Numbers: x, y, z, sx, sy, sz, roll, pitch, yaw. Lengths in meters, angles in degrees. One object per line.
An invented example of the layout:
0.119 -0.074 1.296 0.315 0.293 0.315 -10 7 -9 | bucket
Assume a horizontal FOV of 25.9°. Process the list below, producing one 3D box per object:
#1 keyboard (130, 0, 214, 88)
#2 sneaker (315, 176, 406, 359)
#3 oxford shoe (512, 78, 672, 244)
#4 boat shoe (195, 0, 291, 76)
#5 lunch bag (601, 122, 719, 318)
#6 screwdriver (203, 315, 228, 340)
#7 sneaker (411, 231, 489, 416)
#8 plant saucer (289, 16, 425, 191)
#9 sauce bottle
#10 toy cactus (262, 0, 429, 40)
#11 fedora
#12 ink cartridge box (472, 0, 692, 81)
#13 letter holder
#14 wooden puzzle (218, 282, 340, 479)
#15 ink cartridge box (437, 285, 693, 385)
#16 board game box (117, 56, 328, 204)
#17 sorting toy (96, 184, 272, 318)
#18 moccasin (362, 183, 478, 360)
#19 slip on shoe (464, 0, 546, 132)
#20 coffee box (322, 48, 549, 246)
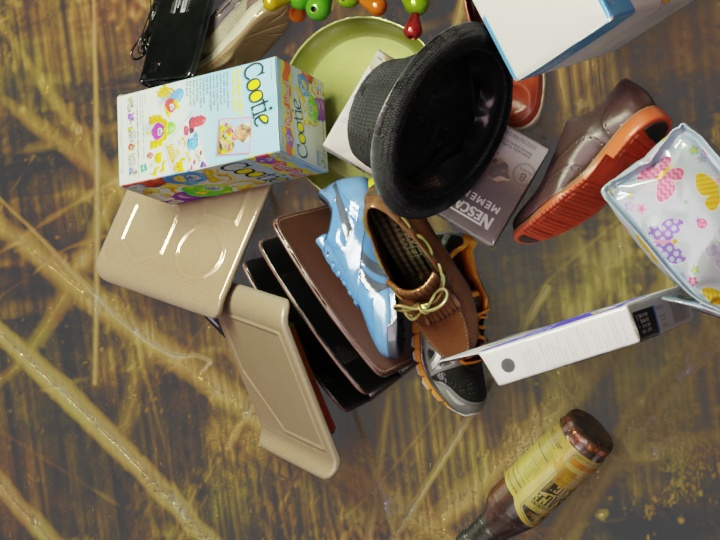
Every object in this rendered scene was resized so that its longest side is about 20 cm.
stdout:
-0.191 -0.289 1.718 0.104 0.040 0.201 0 69 35 | keyboard
0.000 0.000 1.620 0.078 0.066 0.201 -12 72 5 | sneaker
0.221 -0.106 1.572 0.200 0.071 0.073 -44 58 20 | oxford shoe
-0.154 -0.244 1.720 0.200 0.072 0.065 -41 58 33 | boat shoe
0.327 -0.025 1.460 0.127 0.170 0.200 -41 81 12 | lunch bag
-0.209 0.004 1.797 0.200 0.029 0.028 45 113 7 | screwdriver
0.099 0.053 1.630 0.077 0.078 0.201 -14 92 41 | sneaker
0.008 -0.170 1.672 0.199 0.031 0.201 4 100 24 | plant saucer
0.178 0.230 1.636 0.066 0.066 0.200 46 115 12 | sauce bottle
-0.011 -0.324 1.623 0.200 0.102 0.165 17 74 15 | toy cactus
0.055 -0.150 1.479 0.091 0.200 0.201 23 107 35 | fedora
0.215 -0.276 1.479 0.125 0.200 0.129 -31 83 42 | ink cartridge box
-0.039 0.045 1.663 0.101 0.142 0.200 -39 81 25 | letter holder
-0.088 0.113 1.693 0.185 0.037 0.200 14 123 60 | wooden puzzle
0.203 0.067 1.525 0.200 0.198 0.044 -17 88 27 | ink cartridge box
-0.146 -0.145 1.662 0.200 0.103 0.105 -10 76 27 | board game box
-0.190 -0.061 1.747 0.185 0.036 0.200 17 85 32 | sorting toy
0.059 0.007 1.542 0.073 0.078 0.202 -8 119 27 | moccasin
0.139 -0.238 1.585 0.074 0.061 0.201 -8 96 24 | slip on shoe
0.076 -0.121 1.579 0.200 0.080 0.113 31 91 2 | coffee box
